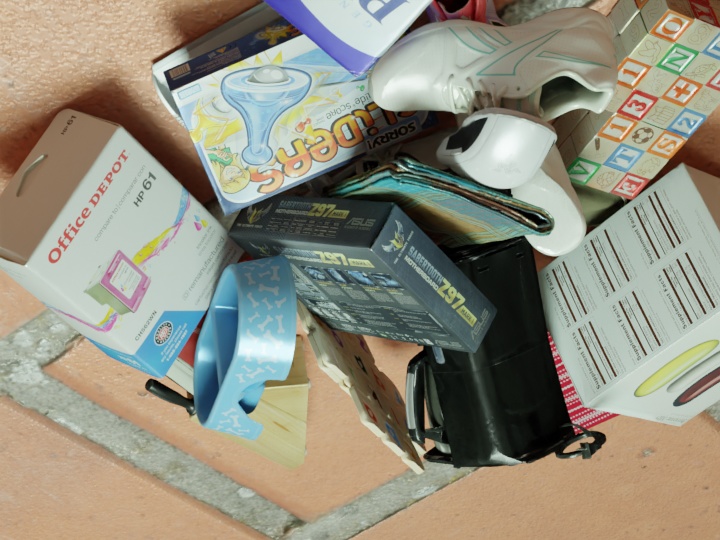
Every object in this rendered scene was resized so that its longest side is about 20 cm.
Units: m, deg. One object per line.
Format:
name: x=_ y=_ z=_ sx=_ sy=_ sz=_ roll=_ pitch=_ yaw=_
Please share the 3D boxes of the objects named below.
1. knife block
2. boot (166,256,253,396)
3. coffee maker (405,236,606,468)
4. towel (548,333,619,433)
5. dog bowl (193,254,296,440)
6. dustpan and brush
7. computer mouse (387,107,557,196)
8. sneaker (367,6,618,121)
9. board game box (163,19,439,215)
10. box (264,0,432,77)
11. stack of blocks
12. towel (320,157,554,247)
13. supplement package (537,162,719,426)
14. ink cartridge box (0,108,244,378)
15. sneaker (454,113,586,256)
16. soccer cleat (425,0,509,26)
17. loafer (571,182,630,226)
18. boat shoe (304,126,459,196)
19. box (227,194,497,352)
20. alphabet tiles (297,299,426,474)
knife block: x=-0.141 y=0.127 z=1.727 sx=0.173 sy=0.064 sz=0.201 roll=-4 pitch=140 yaw=-8
boot: x=-0.172 y=0.020 z=1.603 sx=0.199 sy=0.072 sz=0.145 roll=35 pitch=83 yaw=-9
coffee maker: x=0.128 y=0.069 z=1.585 sx=0.190 sy=0.134 sz=0.202 roll=-9 pitch=100 yaw=29
towel: x=0.219 y=0.120 z=1.839 sx=0.143 sy=0.023 sz=0.200 roll=-25 pitch=138 yaw=16
dog bowl: x=-0.104 y=0.068 z=1.489 sx=0.049 sy=0.112 sz=0.201 roll=3 pitch=143 yaw=-19
dustpan and brush: x=-0.070 y=-0.125 z=1.454 sx=0.139 sy=0.058 sz=0.200 roll=-26 pitch=138 yaw=16
computer mouse: x=0.093 y=-0.082 z=1.358 sx=0.109 sy=0.044 sz=0.200 roll=17 pitch=167 yaw=-11
sneaker: x=0.104 y=-0.150 z=1.322 sx=0.198 sy=0.081 sz=0.071 roll=-9 pitch=142 yaw=3
board game box: x=-0.046 y=-0.142 z=1.400 sx=0.198 sy=0.035 sz=0.136 roll=-24 pitch=130 yaw=-2
box: x=0.001 y=-0.275 z=1.213 sx=0.183 sy=0.105 sz=0.200 roll=38 pitch=124 yaw=-11
stack of blocks: x=0.246 y=-0.160 z=1.491 sx=0.114 sy=0.059 sz=0.200 roll=14 pitch=133 yaw=-27
towel: x=0.059 y=-0.050 z=1.410 sx=0.145 sy=0.022 sz=0.200 roll=19 pitch=170 yaw=-18
supplement package: x=0.307 y=0.029 z=1.626 sx=0.200 sy=0.148 sz=0.190 roll=-39 pitch=148 yaw=28
ink cartridge box: x=-0.213 y=-0.022 z=1.469 sx=0.145 sy=0.084 sz=0.200 roll=-58 pitch=136 yaw=-13
sneaker: x=0.137 y=-0.113 z=1.485 sx=0.075 sy=0.089 sz=0.202 roll=-21 pitch=101 yaw=15
soccer cleat: x=0.085 y=-0.198 z=1.365 sx=0.066 sy=0.077 sz=0.201 roll=-19 pitch=124 yaw=12
loafer: x=0.161 y=-0.063 z=1.575 sx=0.198 sy=0.070 sz=0.076 roll=4 pitch=138 yaw=-17
boat shoe: x=0.021 y=-0.073 z=1.526 sx=0.199 sy=0.074 sz=0.067 roll=-34 pitch=138 yaw=25
box: x=0.000 y=0.000 z=1.480 sx=0.199 sy=0.051 sz=0.158 roll=6 pitch=150 yaw=49
alphabet tiles: x=-0.001 y=0.102 z=1.629 sx=0.015 sy=0.196 sz=0.200 roll=-34 pitch=137 yaw=8
